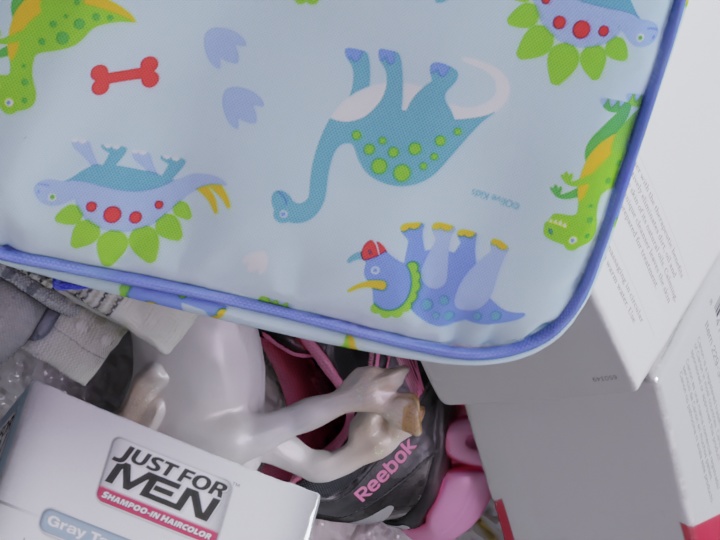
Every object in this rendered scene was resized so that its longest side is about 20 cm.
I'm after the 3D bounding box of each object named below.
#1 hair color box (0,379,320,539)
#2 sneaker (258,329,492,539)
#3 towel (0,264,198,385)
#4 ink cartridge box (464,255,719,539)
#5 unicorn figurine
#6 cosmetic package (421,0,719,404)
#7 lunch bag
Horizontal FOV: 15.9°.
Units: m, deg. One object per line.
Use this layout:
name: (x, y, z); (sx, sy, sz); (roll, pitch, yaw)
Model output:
hair color box: (-0.090, 0.146, 0.768); (0.098, 0.061, 0.201); (23, 63, -13)
sneaker: (0.000, 0.000, 0.944); (0.095, 0.079, 0.202); (2, 86, -26)
towel: (-0.088, -0.072, 0.770); (0.192, 0.035, 0.200); (34, 101, -36)
ink cartridge box: (0.122, 0.029, 0.975); (0.200, 0.085, 0.148); (-56, 139, -44)
unicorn figurine: (-0.049, 0.037, 0.882); (0.136, 0.074, 0.202); (-7, 83, 3)
cosmetic package: (0.082, -0.058, 0.881); (0.200, 0.084, 0.108); (-52, 124, -42)
lunch bag: (-0.019, -0.063, 0.716); (0.198, 0.083, 0.162); (12, 112, -9)
